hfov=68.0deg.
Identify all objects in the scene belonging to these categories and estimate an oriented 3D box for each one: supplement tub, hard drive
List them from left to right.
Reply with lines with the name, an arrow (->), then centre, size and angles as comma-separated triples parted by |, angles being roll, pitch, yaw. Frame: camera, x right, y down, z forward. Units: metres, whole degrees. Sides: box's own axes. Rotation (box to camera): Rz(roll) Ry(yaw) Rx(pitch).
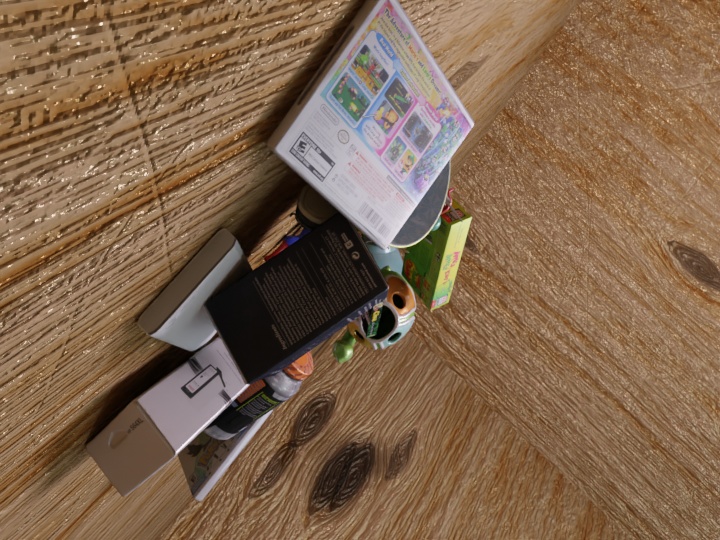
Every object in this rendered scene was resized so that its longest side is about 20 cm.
hard drive -> -0.186, 0.034, 0.650 | 0.133, 0.026, 0.200 | -50, 175, -13
supplement tub -> -0.181, 0.181, 0.892 | 0.197, 0.125, 0.122 | -34, 178, 14

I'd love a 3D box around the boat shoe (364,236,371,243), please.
boat shoe -> 0.086, -0.080, 1.007 | 0.196, 0.063, 0.072 | -19, -164, -22

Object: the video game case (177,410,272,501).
video game case -> -0.265, 0.283, 0.994 | 0.202, 0.181, 0.022 | -51, 130, -3

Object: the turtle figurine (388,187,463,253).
turtle figurine -> 0.063, -0.112, 0.831 | 0.151, 0.199, 0.100 | -52, 173, 27

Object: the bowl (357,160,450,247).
bowl -> 0.021, -0.138, 0.697 | 0.105, 0.204, 0.200 | 8, -136, 43

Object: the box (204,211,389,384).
box -> -0.070, 0.038, 0.671 | 0.197, 0.109, 0.149 | -34, 174, -3

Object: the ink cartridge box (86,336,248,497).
ink cartridge box -> -0.245, 0.187, 0.725 | 0.145, 0.085, 0.200 | -40, -179, 30

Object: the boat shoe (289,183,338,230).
boat shoe -> -0.049, -0.086, 0.738 | 0.062, 0.075, 0.201 | -46, -173, 23

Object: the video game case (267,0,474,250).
video game case -> 0.022, -0.145, 0.561 | 0.184, 0.024, 0.199 | -53, 134, 0

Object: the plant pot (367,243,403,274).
plant pot -> 0.023, -0.018, 1.293 | 0.200, 0.194, 0.139 | -39, 141, -62

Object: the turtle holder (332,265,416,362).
turtle holder -> 0.020, 0.084, 1.024 | 0.179, 0.146, 0.132 | -15, -168, 7

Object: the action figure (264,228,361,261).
action figure -> -0.056, -0.047, 0.847 | 0.201, 0.098, 0.066 | -51, 177, -27

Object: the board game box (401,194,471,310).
board game box -> 0.128, -0.039, 0.942 | 0.046, 0.102, 0.204 | -19, 140, -23

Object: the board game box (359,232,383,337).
board game box -> 0.000, 0.000, 0.935 | 0.023, 0.205, 0.106 | -9, 147, -10
